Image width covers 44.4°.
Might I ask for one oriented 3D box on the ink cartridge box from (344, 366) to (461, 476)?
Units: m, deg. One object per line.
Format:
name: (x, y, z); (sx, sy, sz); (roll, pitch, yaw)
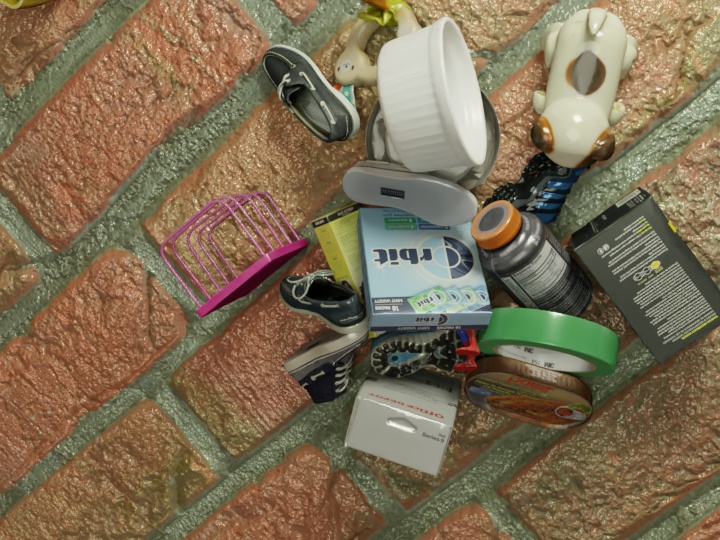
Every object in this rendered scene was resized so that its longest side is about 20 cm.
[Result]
ink cartridge box: (0.068, 0.213, 1.327); (0.145, 0.200, 0.084); (16, 104, 7)

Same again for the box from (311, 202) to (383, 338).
box: (0.000, 0.000, 1.362); (0.050, 0.075, 0.201); (-16, 100, 54)

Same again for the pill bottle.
pill bottle: (0.240, -0.012, 1.263); (0.106, 0.106, 0.200); (-37, 121, 14)

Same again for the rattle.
rattle: (-0.017, -0.315, 1.273); (0.200, 0.143, 0.131); (-39, 71, 23)

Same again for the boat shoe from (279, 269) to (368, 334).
boat shoe: (-0.064, 0.037, 1.339); (0.075, 0.200, 0.062); (-27, 121, -24)

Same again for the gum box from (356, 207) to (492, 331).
gum box: (0.087, -0.005, 1.273); (0.169, 0.201, 0.045); (0, 141, -8)

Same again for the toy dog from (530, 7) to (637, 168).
toy dog: (0.306, -0.235, 1.195); (0.139, 0.194, 0.201); (14, 80, -1)

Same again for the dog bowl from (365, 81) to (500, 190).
dog bowl: (0.110, -0.197, 1.319); (0.199, 0.059, 0.201); (2, 101, 10)

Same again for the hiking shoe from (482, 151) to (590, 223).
hiking shoe: (0.277, -0.119, 1.307); (0.200, 0.075, 0.087); (-36, 119, 11)

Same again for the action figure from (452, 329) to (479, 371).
action figure: (0.121, 0.048, 1.305); (0.098, 0.201, 0.065); (3, 140, -1)

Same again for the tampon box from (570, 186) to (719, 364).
tampon box: (0.410, 0.003, 1.252); (0.126, 0.150, 0.200); (-36, 92, 15)

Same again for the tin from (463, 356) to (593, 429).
tin: (0.255, 0.185, 1.334); (0.199, 0.042, 0.112); (18, 145, -5)

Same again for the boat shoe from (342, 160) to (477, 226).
boat shoe: (0.076, -0.122, 1.274); (0.199, 0.065, 0.074); (18, 127, 8)

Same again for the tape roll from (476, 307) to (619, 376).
tape roll: (0.269, 0.106, 1.271); (0.199, 0.201, 0.048); (12, 75, 8)

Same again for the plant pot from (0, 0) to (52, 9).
plant pot: (-0.510, -0.514, 1.315); (0.199, 0.176, 0.201); (30, 103, 4)

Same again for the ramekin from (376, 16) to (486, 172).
ramekin: (0.096, -0.229, 1.189); (0.097, 0.200, 0.202); (-11, 98, 20)

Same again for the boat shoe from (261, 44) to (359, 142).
boat shoe: (-0.086, -0.265, 1.312); (0.200, 0.060, 0.076); (41, 136, 22)

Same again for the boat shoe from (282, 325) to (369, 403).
boat shoe: (-0.033, 0.144, 1.374); (0.093, 0.075, 0.200); (53, 139, -7)

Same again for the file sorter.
file sorter: (-0.191, -0.036, 1.332); (0.139, 0.200, 0.126); (-37, 89, 14)

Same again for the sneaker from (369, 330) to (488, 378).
sneaker: (0.108, 0.108, 1.363); (0.199, 0.090, 0.079); (-2, 111, -10)
